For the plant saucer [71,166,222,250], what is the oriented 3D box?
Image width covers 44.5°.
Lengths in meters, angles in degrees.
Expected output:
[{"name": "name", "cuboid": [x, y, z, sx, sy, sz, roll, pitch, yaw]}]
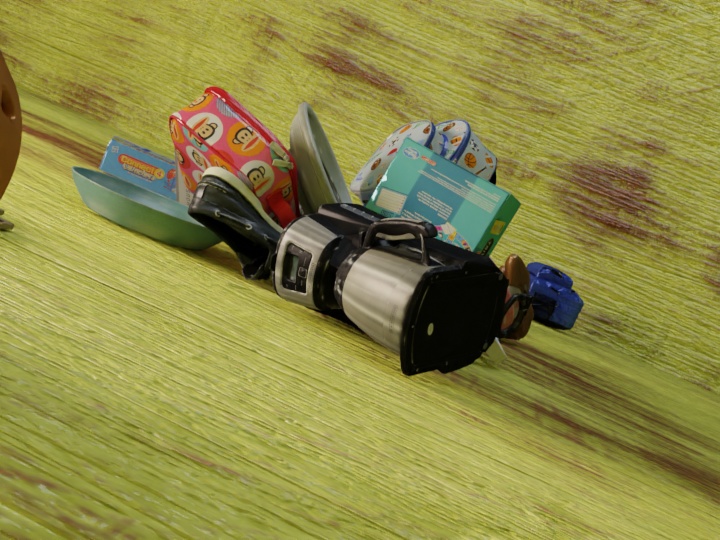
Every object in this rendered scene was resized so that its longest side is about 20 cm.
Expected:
[{"name": "plant saucer", "cuboid": [-0.247, -0.067, 1.031, 0.199, 0.036, 0.200, 23, 4, -2]}]

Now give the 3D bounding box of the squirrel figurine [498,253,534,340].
[{"name": "squirrel figurine", "cuboid": [0.210, 0.049, 1.588, 0.186, 0.142, 0.200, 14, -17, 40]}]

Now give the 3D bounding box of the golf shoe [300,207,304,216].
[{"name": "golf shoe", "cuboid": [-0.085, -0.046, 1.262, 0.091, 0.076, 0.200, 33, -9, -17]}]

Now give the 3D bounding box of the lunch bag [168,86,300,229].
[{"name": "lunch bag", "cuboid": [-0.136, -0.103, 1.042, 0.176, 0.082, 0.200, 42, -20, 17]}]

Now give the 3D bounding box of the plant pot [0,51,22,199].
[{"name": "plant pot", "cuboid": [-0.235, -0.077, 0.360, 0.199, 0.201, 0.140, 24, -13, 14]}]

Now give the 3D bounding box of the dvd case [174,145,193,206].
[{"name": "dvd case", "cuboid": [-0.177, -0.106, 1.195, 0.199, 0.151, 0.025, 26, 37, 30]}]

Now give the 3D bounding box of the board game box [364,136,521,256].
[{"name": "board game box", "cuboid": [0.066, -0.030, 1.008, 0.151, 0.201, 0.047, 34, 5, 29]}]

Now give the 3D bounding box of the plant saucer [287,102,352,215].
[{"name": "plant saucer", "cuboid": [-0.052, -0.108, 1.102, 0.050, 0.201, 0.200, -21, 1, 6]}]

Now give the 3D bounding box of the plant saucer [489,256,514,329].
[{"name": "plant saucer", "cuboid": [0.142, 0.022, 1.322, 0.200, 0.051, 0.201, 43, -26, 26]}]

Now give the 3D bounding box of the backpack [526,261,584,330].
[{"name": "backpack", "cuboid": [0.561, 0.080, 2.602, 0.199, 0.168, 0.163, 26, 10, -12]}]

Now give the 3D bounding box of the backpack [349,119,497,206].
[{"name": "backpack", "cuboid": [0.092, -0.126, 1.244, 0.200, 0.191, 0.154, 7, -40, 54]}]

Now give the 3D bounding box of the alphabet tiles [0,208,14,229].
[{"name": "alphabet tiles", "cuboid": [-0.373, -0.074, 0.665, 0.199, 0.006, 0.166, 24, 4, 10]}]

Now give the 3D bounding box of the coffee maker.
[{"name": "coffee maker", "cuboid": [0.036, 0.019, 0.904, 0.200, 0.135, 0.192, 26, -1, 40]}]

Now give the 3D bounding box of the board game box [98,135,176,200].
[{"name": "board game box", "cuboid": [-0.363, -0.176, 1.586, 0.199, 0.056, 0.196, 22, 4, -18]}]

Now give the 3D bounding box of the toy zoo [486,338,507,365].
[{"name": "toy zoo", "cuboid": [0.134, 0.039, 1.133, 0.200, 0.020, 0.132, 51, 11, -49]}]

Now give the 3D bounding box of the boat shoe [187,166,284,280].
[{"name": "boat shoe", "cuboid": [-0.113, -0.023, 0.973, 0.074, 0.066, 0.200, -5, -45, 45]}]
